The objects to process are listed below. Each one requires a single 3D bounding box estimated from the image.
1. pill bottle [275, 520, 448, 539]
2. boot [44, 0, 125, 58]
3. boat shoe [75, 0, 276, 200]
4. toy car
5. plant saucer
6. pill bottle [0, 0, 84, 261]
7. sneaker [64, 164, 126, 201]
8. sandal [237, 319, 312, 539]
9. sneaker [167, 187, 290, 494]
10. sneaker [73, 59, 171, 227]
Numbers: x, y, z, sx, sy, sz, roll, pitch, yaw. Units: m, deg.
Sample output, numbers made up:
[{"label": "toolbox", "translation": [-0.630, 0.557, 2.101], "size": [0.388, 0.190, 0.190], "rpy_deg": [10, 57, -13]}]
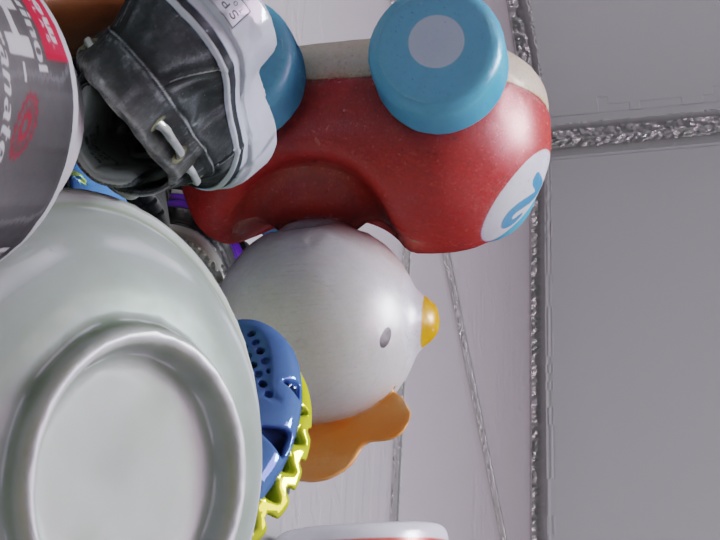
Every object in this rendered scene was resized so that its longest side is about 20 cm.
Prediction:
[{"label": "pill bottle", "translation": [0.006, 0.259, 1.506], "size": [0.112, 0.111, 0.201], "rpy_deg": [43, 43, -77]}, {"label": "boot", "translation": [-0.144, -0.173, 0.917], "size": [0.154, 0.074, 0.201], "rpy_deg": [-13, 72, -58]}, {"label": "boat shoe", "translation": [-0.076, -0.062, 0.876], "size": [0.072, 0.071, 0.200], "rpy_deg": [50, -10, 8]}, {"label": "toy car", "translation": [0.000, 0.000, 1.120], "size": [0.184, 0.176, 0.201], "rpy_deg": [63, 27, -71]}, {"label": "plant saucer", "translation": [-0.092, 0.072, 0.853], "size": [0.199, 0.050, 0.202], "rpy_deg": [-2, 93, -49]}, {"label": "pill bottle", "translation": [-0.144, -0.047, 0.702], "size": [0.200, 0.110, 0.112], "rpy_deg": [-11, 96, -81]}, {"label": "sneaker", "translation": [-0.130, -0.004, 0.962], "size": [0.200, 0.075, 0.106], "rpy_deg": [34, 34, -78]}, {"label": "sandal", "translation": [-0.090, 0.086, 0.946], "size": [0.200, 0.079, 0.087], "rpy_deg": [-54, 131, -35]}, {"label": "sneaker", "translation": [-0.073, 0.034, 1.252], "size": [0.100, 0.069, 0.201], "rpy_deg": [-87, 169, -53]}, {"label": "sneaker", "translation": [-0.119, -0.082, 1.068], "size": [0.200, 0.060, 0.105], "rpy_deg": [73, 8, -48]}]
